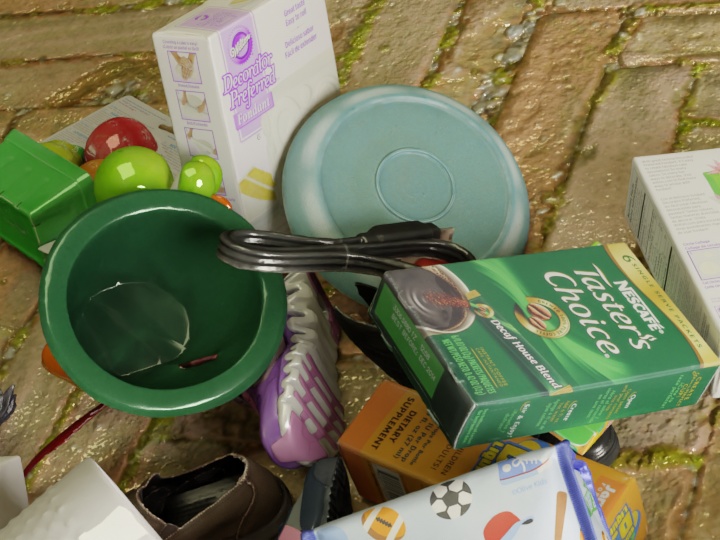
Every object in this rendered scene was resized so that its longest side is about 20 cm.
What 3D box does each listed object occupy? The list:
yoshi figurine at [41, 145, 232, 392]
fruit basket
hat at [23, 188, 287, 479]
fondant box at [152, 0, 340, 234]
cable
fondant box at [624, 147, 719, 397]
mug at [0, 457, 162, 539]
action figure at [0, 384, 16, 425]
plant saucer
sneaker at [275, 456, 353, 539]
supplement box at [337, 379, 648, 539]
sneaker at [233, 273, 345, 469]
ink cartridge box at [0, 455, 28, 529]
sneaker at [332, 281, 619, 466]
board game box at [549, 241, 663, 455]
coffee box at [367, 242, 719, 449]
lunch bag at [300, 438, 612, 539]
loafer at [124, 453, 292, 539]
[{"bbox_3d":[-0.179,-0.013,1.192,0.200,0.112,0.112,-60,36,19],"label":"yoshi figurine"},{"bbox_3d":[-0.233,-0.082,1.397,0.200,0.094,0.185,-29,40,-33],"label":"fruit basket"},{"bbox_3d":[-0.169,0.051,1.155,0.200,0.176,0.166,-13,75,-21],"label":"hat"},{"bbox_3d":[-0.078,-0.119,1.238,0.058,0.200,0.144,9,34,34],"label":"fondant box"},{"bbox_3d":[0.000,0.000,1.095,0.200,0.050,0.097,-8,32,-31],"label":"cable"},{"bbox_3d":[0.284,-0.007,1.095,0.144,0.058,0.200,-6,42,-7],"label":"fondant box"},{"bbox_3d":[-0.177,0.222,0.905,0.175,0.148,0.200,-40,6,-11],"label":"mug"},{"bbox_3d":[-0.339,0.100,1.210,0.119,0.102,0.200,-57,42,8],"label":"action figure"},{"bbox_3d":[0.040,-0.061,1.209,0.200,0.027,0.201,6,65,-13],"label":"plant saucer"},{"bbox_3d":[-0.055,0.203,1.018,0.082,0.070,0.200,-3,43,16],"label":"sneaker"},{"bbox_3d":[0.085,0.141,1.032,0.200,0.069,0.067,19,56,32],"label":"supplement box"},{"bbox_3d":[-0.064,0.079,1.150,0.088,0.081,0.200,-19,31,11],"label":"sneaker"},{"bbox_3d":[-0.332,0.190,1.055,0.146,0.083,0.200,-5,7,17],"label":"ink cartridge box"},{"bbox_3d":[0.079,0.073,1.077,0.200,0.104,0.060,17,54,35],"label":"sneaker"},{"bbox_3d":[0.151,0.051,1.058,0.095,0.030,0.200,35,37,16],"label":"board game box"},{"bbox_3d":[0.117,0.043,0.996,0.200,0.044,0.123,-5,45,-31],"label":"coffee box"},{"bbox_3d":[0.080,0.222,0.892,0.170,0.124,0.200,-22,71,10],"label":"lunch bag"},{"bbox_3d":[-0.150,0.172,1.088,0.200,0.071,0.073,-22,41,-2],"label":"loafer"}]
